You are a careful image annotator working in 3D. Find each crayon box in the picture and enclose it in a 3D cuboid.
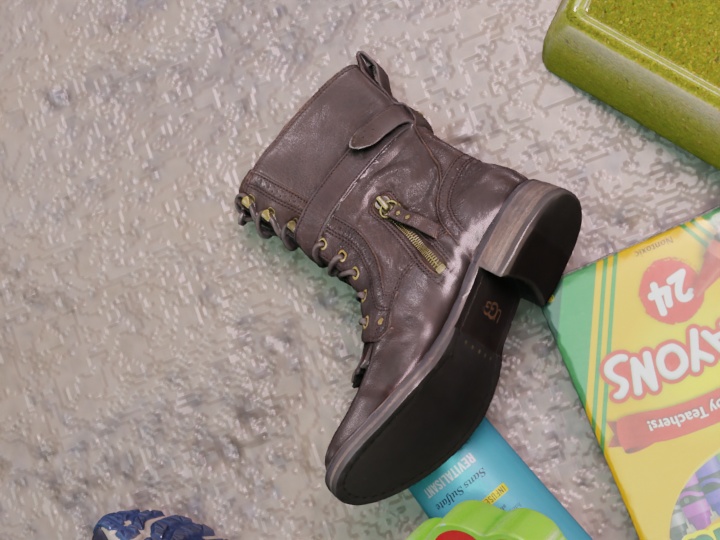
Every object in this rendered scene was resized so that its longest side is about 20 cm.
[{"bbox_3d":[0.182,0.075,0.845,0.126,0.051,0.201,-25,84,13],"label":"crayon box"}]

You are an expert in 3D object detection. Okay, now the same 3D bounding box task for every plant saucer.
[{"bbox_3d":[0.185,-0.147,0.800,0.199,0.048,0.201,36,108,34],"label":"plant saucer"}]

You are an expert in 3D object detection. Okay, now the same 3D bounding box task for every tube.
[{"bbox_3d":[0.077,0.135,0.879,0.077,0.050,0.200,-42,83,22],"label":"tube"}]

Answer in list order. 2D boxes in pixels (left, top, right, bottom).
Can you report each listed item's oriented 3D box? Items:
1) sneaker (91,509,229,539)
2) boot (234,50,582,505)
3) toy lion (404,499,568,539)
[{"bbox_3d":[-0.072,0.206,0.902,0.200,0.077,0.085,38,103,13],"label":"sneaker"},{"bbox_3d":[0.000,0.000,0.866,0.174,0.069,0.200,30,79,34],"label":"boot"},{"bbox_3d":[0.093,0.214,0.844,0.191,0.069,0.201,8,113,29],"label":"toy lion"}]
